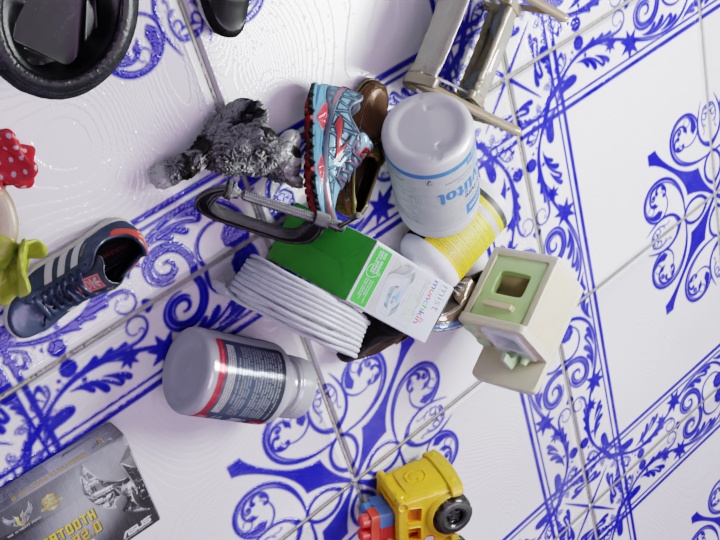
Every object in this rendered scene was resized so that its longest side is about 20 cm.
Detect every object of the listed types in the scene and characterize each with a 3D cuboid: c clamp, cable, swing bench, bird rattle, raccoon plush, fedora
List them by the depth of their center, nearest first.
[{"bbox_3d":[-0.342,-0.294,1.114,0.200,0.091,0.202,-16,116,-34],"label":"fedora"},{"bbox_3d":[-0.433,-0.059,1.132,0.162,0.113,0.202,-12,112,-18],"label":"bird rattle"},{"bbox_3d":[-0.114,-0.078,1.323,0.198,0.171,0.027,15,71,-13],"label":"c clamp"},{"bbox_3d":[-0.169,-0.140,1.347,0.199,0.097,0.134,-23,140,3],"label":"raccoon plush"},{"bbox_3d":[-0.082,0.051,1.388,0.200,0.199,0.070,32,83,-46],"label":"cable"},{"bbox_3d":[0.170,-0.335,1.497,0.199,0.130,0.200,22,93,-37],"label":"swing bench"}]

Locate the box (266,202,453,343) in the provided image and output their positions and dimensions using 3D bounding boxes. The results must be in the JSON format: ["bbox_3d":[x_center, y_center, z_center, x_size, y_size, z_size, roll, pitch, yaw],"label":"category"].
[{"bbox_3d":[0.000,0.000,1.437,0.176,0.200,0.097,30,88,-43],"label":"box"}]

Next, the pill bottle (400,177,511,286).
[{"bbox_3d":[0.135,-0.046,1.587,0.200,0.112,0.113,-48,130,-15],"label":"pill bottle"}]

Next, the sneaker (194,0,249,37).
[{"bbox_3d":[-0.154,-0.383,1.235,0.075,0.087,0.202,-13,115,-35],"label":"sneaker"}]

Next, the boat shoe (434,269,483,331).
[{"bbox_3d":[0.162,0.043,1.680,0.199,0.072,0.073,-23,116,-42],"label":"boat shoe"}]

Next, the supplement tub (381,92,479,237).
[{"bbox_3d":[0.105,-0.150,1.466,0.132,0.132,0.200,-48,155,-14],"label":"supplement tub"}]

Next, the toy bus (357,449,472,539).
[{"bbox_3d":[0.081,0.433,1.729,0.191,0.136,0.201,-13,118,-21],"label":"toy bus"}]

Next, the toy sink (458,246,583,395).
[{"bbox_3d":[0.247,0.077,1.631,0.112,0.130,0.201,44,67,-43],"label":"toy sink"}]

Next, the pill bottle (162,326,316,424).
[{"bbox_3d":[-0.163,0.152,1.416,0.199,0.119,0.120,16,97,-41],"label":"pill bottle"}]

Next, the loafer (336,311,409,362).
[{"bbox_3d":[0.047,0.076,1.548,0.071,0.199,0.074,4,62,-56],"label":"loafer"}]

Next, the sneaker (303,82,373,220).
[{"bbox_3d":[-0.028,-0.159,1.374,0.095,0.079,0.202,1,80,-8],"label":"sneaker"}]

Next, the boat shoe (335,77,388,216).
[{"bbox_3d":[0.010,-0.174,1.464,0.072,0.068,0.202,7,102,-39],"label":"boat shoe"}]

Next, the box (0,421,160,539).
[{"bbox_3d":[-0.383,0.321,1.349,0.199,0.048,0.159,-31,124,-27],"label":"box"}]

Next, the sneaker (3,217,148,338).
[{"bbox_3d":[-0.344,0.013,1.237,0.200,0.084,0.075,-45,129,-16],"label":"sneaker"}]
